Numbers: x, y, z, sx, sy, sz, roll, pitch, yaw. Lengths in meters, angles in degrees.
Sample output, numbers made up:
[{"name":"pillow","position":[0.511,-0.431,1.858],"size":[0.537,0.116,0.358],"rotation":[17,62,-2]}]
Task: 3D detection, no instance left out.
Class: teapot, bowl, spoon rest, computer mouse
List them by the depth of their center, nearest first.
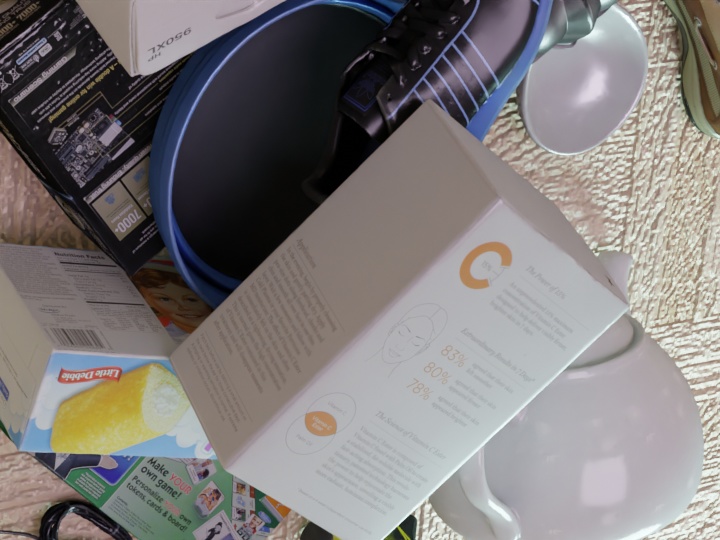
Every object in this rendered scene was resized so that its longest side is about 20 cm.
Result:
[{"name":"bowl","position":[-0.027,-0.064,1.279],"size":[0.200,0.039,0.201],"rotation":[-16,122,-27]},{"name":"computer mouse","position":[-0.219,0.163,1.381],"size":[0.199,0.034,0.059],"rotation":[9,107,-35]},{"name":"spoon rest","position":[0.120,-0.153,1.423],"size":[0.099,0.061,0.200],"rotation":[-40,127,-9]},{"name":"teapot","position":[0.123,0.082,1.465],"size":[0.197,0.200,0.147],"rotation":[-12,111,-15]}]

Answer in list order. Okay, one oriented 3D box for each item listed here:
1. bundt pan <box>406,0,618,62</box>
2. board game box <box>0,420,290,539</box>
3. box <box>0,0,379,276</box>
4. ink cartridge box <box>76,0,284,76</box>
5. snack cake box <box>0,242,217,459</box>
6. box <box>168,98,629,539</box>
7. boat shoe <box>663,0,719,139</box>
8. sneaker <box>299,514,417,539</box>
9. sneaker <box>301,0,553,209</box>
[{"name":"bundt pan","position":[0.082,-0.212,1.315],"size":[0.201,0.076,0.203],"rotation":[-2,97,-16]},{"name":"board game box","position":[-0.111,0.101,1.422],"size":[0.135,0.029,0.200],"rotation":[-48,128,-4]},{"name":"box","position":[-0.110,-0.129,1.273],"size":[0.200,0.086,0.164],"rotation":[-42,128,-9]},{"name":"ink cartridge box","position":[-0.106,-0.220,1.155],"size":[0.144,0.200,0.084],"rotation":[-31,163,-16]},{"name":"snack cake box","position":[-0.114,0.047,1.301],"size":[0.199,0.115,0.067],"rotation":[5,118,-33]},{"name":"box","position":[0.019,0.032,1.214],"size":[0.200,0.098,0.124],"rotation":[-44,132,11]},{"name":"boat shoe","position":[0.244,-0.166,1.485],"size":[0.075,0.074,0.201],"rotation":[-31,126,-16]},{"name":"sneaker","position":[0.040,0.238,1.499],"size":[0.084,0.201,0.074],"rotation":[-19,165,-33]},{"name":"sneaker","position":[0.036,-0.110,1.226],"size":[0.078,0.070,0.201],"rotation":[9,109,-44]}]
